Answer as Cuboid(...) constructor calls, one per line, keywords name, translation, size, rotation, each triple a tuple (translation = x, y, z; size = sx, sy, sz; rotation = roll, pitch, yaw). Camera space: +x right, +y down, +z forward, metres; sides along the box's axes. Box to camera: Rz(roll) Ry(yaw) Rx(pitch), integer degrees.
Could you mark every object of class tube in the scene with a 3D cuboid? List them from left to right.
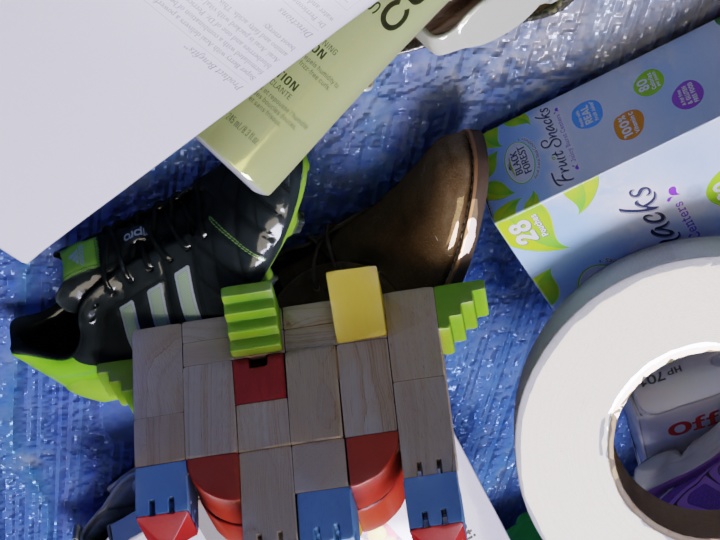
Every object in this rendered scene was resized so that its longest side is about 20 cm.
Cuboid(name="tube", translation=(0.006, -0.122, 0.700), size=(0.200, 0.052, 0.058), rotation=(-49, 131, 2))

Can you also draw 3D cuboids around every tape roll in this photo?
Cuboid(name="tape roll", translation=(0.176, 0.083, 0.862), size=(0.201, 0.037, 0.204), rotation=(2, 108, 5))

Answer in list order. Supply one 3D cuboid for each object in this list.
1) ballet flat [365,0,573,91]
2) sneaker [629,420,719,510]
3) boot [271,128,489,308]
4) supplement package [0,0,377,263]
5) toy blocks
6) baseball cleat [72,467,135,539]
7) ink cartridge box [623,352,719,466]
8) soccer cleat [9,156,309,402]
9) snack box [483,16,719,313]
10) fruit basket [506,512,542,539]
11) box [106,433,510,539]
Cuboid(name="ballet flat", translation=(0.011, -0.117, 0.752), size=(0.199, 0.072, 0.072), rotation=(-18, 138, 4))
Cuboid(name="sneaker", translation=(0.226, 0.116, 0.926), size=(0.080, 0.084, 0.200), rotation=(26, 124, -35))
Cuboid(name="boot", translation=(0.000, 0.000, 0.879), size=(0.075, 0.074, 0.200), rotation=(17, 133, -20))
Cuboid(name="supplement package", translation=(-0.110, -0.121, 0.675), size=(0.199, 0.120, 0.121), rotation=(-33, 136, 21))
Cuboid(name="toy blocks", translation=(-0.029, 0.088, 0.813), size=(0.198, 0.138, 0.100), rotation=(-8, 146, 4))
Cuboid(name="baseball cleat", translation=(-0.072, 0.150, 1.018), size=(0.199, 0.070, 0.107), rotation=(-19, 138, 4))
Cuboid(name="ink cartridge box", translation=(0.237, 0.092, 1.027), size=(0.145, 0.086, 0.201), rotation=(-18, 136, 4))
Cuboid(name="soccer cleat", translation=(-0.102, -0.001, 0.850), size=(0.081, 0.068, 0.200), rotation=(23, 129, -33))
Cuboid(name="snack box", translation=(0.181, -0.041, 0.882), size=(0.199, 0.068, 0.169), rotation=(-25, 137, 15))
Cuboid(name="fruit basket", translation=(0.148, 0.264, 1.113), size=(0.094, 0.184, 0.201), rotation=(-36, 126, -39))
Cuboid(name="box", translation=(-0.021, 0.164, 0.985), size=(0.199, 0.041, 0.157), rotation=(-30, 109, -5))
